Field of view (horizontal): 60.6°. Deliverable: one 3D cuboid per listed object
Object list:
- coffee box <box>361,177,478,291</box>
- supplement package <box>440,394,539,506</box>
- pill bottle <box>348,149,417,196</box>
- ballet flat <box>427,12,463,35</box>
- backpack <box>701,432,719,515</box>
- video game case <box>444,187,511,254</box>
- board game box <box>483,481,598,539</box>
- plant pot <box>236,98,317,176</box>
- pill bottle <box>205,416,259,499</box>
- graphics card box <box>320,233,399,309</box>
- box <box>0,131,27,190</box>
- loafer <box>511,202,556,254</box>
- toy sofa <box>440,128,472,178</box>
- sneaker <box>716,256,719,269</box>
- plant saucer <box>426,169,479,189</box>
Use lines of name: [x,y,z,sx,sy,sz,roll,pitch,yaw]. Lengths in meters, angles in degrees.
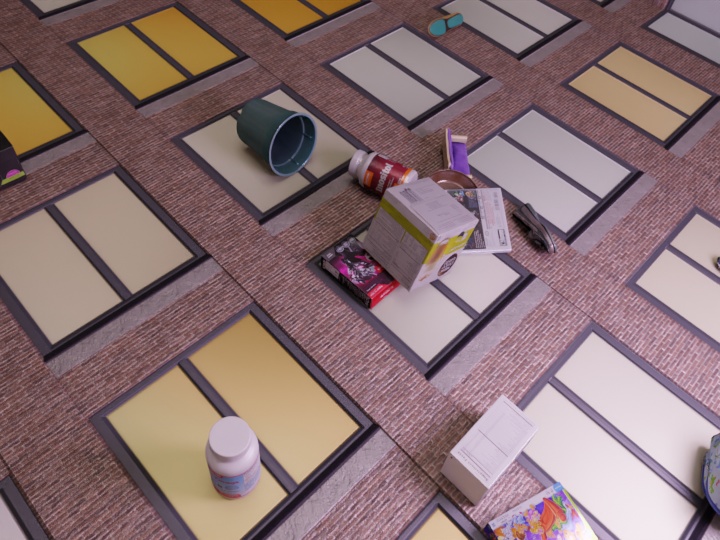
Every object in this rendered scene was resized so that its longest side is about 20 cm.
coffee box: [0.159,-0.099,1.661,0.198,0.200,0.200,-20,55,-45]
supplement package: [0.287,0.398,1.373,0.113,0.111,0.199,40,58,23]
pill bottle: [0.066,-0.289,1.881,0.197,0.114,0.113,27,54,15]
ballet flat: [0.334,-0.997,2.506,0.198,0.070,0.063,-28,32,-28]
backpack: [0.856,0.472,1.360,0.181,0.148,0.201,28,50,14]
video game case: [0.344,-0.147,1.822,0.178,0.023,0.204,-3,72,-9]
board game box: [0.380,0.558,1.302,0.197,0.045,0.135,-20,57,-21]
plant pot: [-0.270,-0.426,1.910,0.195,0.203,0.199,33,55,29]
pill bottle: [-0.261,0.382,1.264,0.106,0.202,0.110,3,51,-4]
graphics card box: [0.000,0.000,1.688,0.199,0.051,0.125,39,57,23]
box: [-1.090,-0.333,1.773,0.148,0.125,0.199,-35,62,-28]
loafer: [0.518,-0.117,1.839,0.062,0.072,0.202,-21,48,2]
toy sofa: [0.308,-0.359,1.973,0.081,0.099,0.203,4,51,-3]
sneaker: [1.156,-0.009,1.808,0.197,0.087,0.078,22,52,10]
plant saucer: [0.270,-0.208,1.863,0.196,0.037,0.205,3,70,-8]
